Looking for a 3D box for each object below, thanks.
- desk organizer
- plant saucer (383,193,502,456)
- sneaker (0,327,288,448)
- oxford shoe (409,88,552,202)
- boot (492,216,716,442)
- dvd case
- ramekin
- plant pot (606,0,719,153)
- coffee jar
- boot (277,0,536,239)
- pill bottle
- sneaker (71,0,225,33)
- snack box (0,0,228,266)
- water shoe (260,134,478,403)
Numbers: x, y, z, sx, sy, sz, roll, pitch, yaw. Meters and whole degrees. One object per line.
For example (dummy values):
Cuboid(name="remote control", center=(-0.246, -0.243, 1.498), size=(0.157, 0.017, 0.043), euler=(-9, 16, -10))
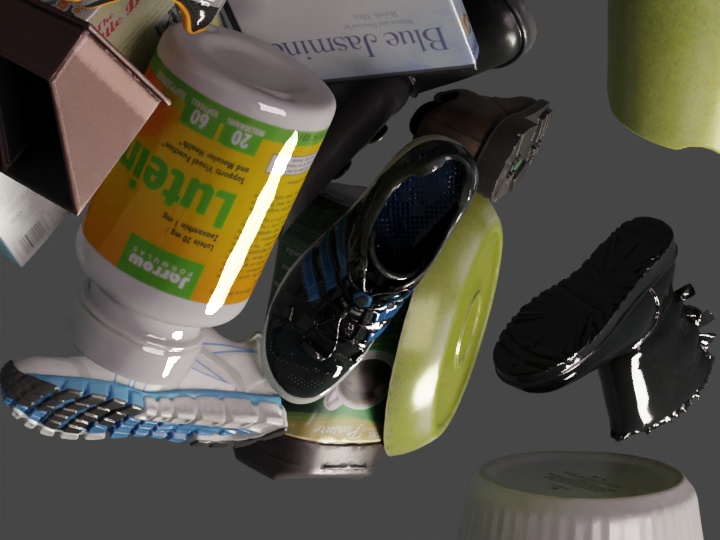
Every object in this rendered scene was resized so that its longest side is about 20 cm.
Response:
Cuboid(name="desk organizer", center=(-0.200, -0.106, 1.154), size=(0.077, 0.200, 0.072), euler=(-55, 137, -8))
Cuboid(name="plant saucer", center=(0.062, 0.037, 1.525), size=(0.200, 0.031, 0.200), euler=(17, 90, -78))
Cuboid(name="sneaker", center=(-0.140, 0.062, 1.396), size=(0.200, 0.075, 0.087), euler=(9, 66, -37))
Cuboid(name="oxford shoe", center=(0.081, -0.097, 1.504), size=(0.073, 0.084, 0.200), euler=(-65, 170, 7))
Cuboid(name="boot", center=(0.196, 0.069, 1.719), size=(0.198, 0.073, 0.163), euler=(-42, 136, -24))
Cuboid(name="dvd case", center=(-0.023, -0.184, 1.282), size=(0.200, 0.143, 0.018), euler=(65, 27, -46))
Cuboid(name="ramekin", center=(0.166, 0.199, 1.661), size=(0.202, 0.202, 0.094), euler=(-8, 102, -42))
Cuboid(name="plant pot", center=(0.255, -0.194, 1.588), size=(0.200, 0.200, 0.184), euler=(-26, 136, -35))
Cuboid(name="coffee jar", center=(-0.019, 0.045, 1.482), size=(0.104, 0.085, 0.200), euler=(5, 103, -45))
Cuboid(name="boot", center=(0.001, -0.101, 1.389), size=(0.200, 0.165, 0.066), euler=(-41, 103, -24))
Cuboid(name="pill bottle", center=(-0.102, -0.036, 1.305), size=(0.111, 0.111, 0.200), euler=(4, 120, -45))
Cuboid(name="sneaker", center=(-0.159, -0.184, 1.200), size=(0.200, 0.078, 0.077), euler=(12, 105, -8))
Cuboid(name="snack box", center=(-0.165, -0.110, 1.284), size=(0.200, 0.037, 0.116), euler=(-50, 153, -16))
Cuboid(name="water shoe", center=(0.000, 0.000, 1.379), size=(0.071, 0.079, 0.200), euler=(33, 99, -6))
